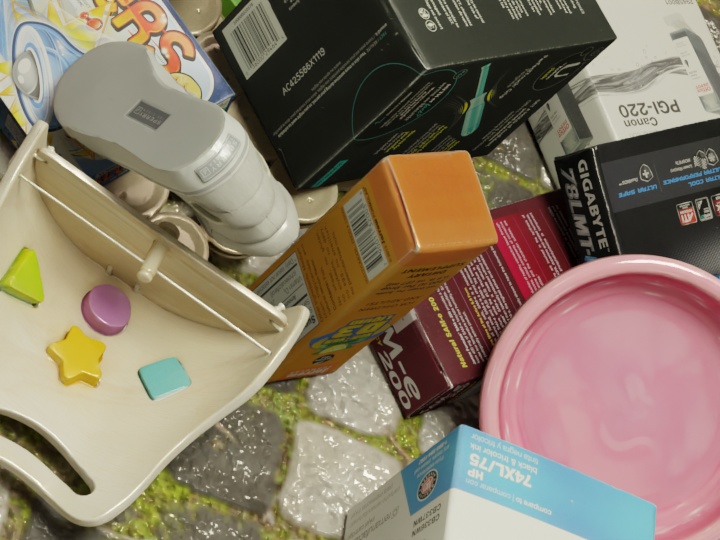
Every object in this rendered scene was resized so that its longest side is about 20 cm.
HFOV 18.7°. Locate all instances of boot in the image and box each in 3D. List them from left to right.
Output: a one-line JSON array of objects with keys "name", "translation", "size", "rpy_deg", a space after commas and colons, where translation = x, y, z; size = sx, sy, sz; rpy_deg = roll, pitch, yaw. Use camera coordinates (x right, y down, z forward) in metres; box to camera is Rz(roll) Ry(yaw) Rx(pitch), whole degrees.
[{"name": "boot", "translation": [-0.110, -0.066, 1.300], "size": [0.074, 0.200, 0.096], "rpy_deg": [-43, 127, -7]}]

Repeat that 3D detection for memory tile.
[{"name": "memory tile", "translation": [-0.120, -0.093, 1.419], "size": [0.153, 0.017, 0.201], "rpy_deg": [-27, 79, -25]}]

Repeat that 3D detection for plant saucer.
[{"name": "plant saucer", "translation": [0.174, 0.089, 1.411], "size": [0.199, 0.051, 0.203], "rpy_deg": [0, 95, -2]}]

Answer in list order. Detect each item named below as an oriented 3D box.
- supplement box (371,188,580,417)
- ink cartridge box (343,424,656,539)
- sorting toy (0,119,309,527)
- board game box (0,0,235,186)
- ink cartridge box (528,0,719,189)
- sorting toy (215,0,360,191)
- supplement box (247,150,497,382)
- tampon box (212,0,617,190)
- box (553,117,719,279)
[{"name": "supplement box", "translation": [0.096, 0.018, 1.485], "size": [0.199, 0.061, 0.109], "rpy_deg": [-16, 74, -38]}, {"name": "ink cartridge box", "translation": [0.073, 0.228, 1.292], "size": [0.145, 0.147, 0.201], "rpy_deg": [23, 53, -19]}, {"name": "sorting toy", "translation": [-0.164, 0.049, 1.286], "size": [0.199, 0.107, 0.181], "rpy_deg": [36, 57, -10]}, {"name": "board game box", "translation": [-0.191, -0.154, 1.393], "size": [0.135, 0.034, 0.201], "rpy_deg": [-33, 81, -25]}, {"name": "ink cartridge box", "translation": [0.198, -0.133, 1.625], "size": [0.145, 0.085, 0.201], "rpy_deg": [-9, 70, -35]}, {"name": "sorting toy", "translation": [-0.035, -0.152, 1.518], "size": [0.184, 0.036, 0.202], "rpy_deg": [4, 62, -31]}, {"name": "supplement box", "translation": [0.000, 0.000, 1.344], "size": [0.066, 0.200, 0.069], "rpy_deg": [-7, 70, -35]}, {"name": "tampon box", "translation": [0.037, -0.154, 1.433], "size": [0.199, 0.150, 0.127], "rpy_deg": [-14, 70, -47]}, {"name": "box", "translation": [0.240, -0.001, 1.517], "size": [0.199, 0.050, 0.200], "rpy_deg": [-13, 87, -37]}]
